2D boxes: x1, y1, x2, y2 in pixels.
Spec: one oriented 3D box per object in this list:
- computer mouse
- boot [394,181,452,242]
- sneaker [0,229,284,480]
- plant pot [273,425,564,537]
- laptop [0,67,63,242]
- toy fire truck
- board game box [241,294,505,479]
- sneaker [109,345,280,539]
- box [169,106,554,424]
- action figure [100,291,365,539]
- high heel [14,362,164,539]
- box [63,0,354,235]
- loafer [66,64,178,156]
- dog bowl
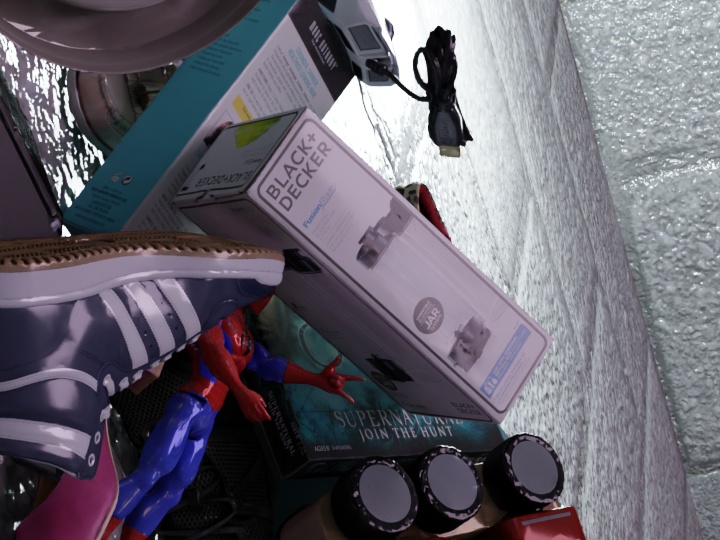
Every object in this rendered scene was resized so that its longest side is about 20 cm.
[{"bbox_3d":[0.002,-0.154,1.108,0.200,0.044,0.110,43,-11,31],"label":"computer mouse"},{"bbox_3d":[-0.001,0.027,1.289,0.073,0.149,0.202,-72,147,-60],"label":"boot"},{"bbox_3d":[-0.118,0.039,0.876,0.199,0.070,0.110,-5,101,-48],"label":"sneaker"},{"bbox_3d":[0.016,0.147,1.224,0.189,0.199,0.200,59,21,-15],"label":"plant pot"},{"bbox_3d":[-0.223,-0.079,0.856,0.200,0.102,0.178,-123,-170,-57],"label":"laptop"},{"bbox_3d":[0.068,0.204,1.028,0.175,0.129,0.202,-4,66,-37],"label":"toy fire truck"},{"bbox_3d":[0.000,0.059,1.098,0.199,0.028,0.136,4,56,-52],"label":"board game box"},{"bbox_3d":[-0.095,0.117,1.042,0.200,0.075,0.115,68,12,-49],"label":"sneaker"},{"bbox_3d":[0.000,0.000,1.004,0.200,0.116,0.060,41,72,-19],"label":"box"},{"bbox_3d":[-0.072,0.092,0.957,0.202,0.098,0.065,-68,155,-14],"label":"action figure"},{"bbox_3d":[-0.164,0.080,0.907,0.095,0.067,0.201,30,56,-17],"label":"high heel"},{"bbox_3d":[-0.087,-0.076,1.066,0.201,0.049,0.083,-55,142,-21],"label":"box"},{"bbox_3d":[-0.118,-0.105,1.135,0.200,0.062,0.073,13,66,-73],"label":"loafer"},{"bbox_3d":[-0.121,-0.200,0.861,0.059,0.199,0.201,35,-27,53],"label":"dog bowl"}]
